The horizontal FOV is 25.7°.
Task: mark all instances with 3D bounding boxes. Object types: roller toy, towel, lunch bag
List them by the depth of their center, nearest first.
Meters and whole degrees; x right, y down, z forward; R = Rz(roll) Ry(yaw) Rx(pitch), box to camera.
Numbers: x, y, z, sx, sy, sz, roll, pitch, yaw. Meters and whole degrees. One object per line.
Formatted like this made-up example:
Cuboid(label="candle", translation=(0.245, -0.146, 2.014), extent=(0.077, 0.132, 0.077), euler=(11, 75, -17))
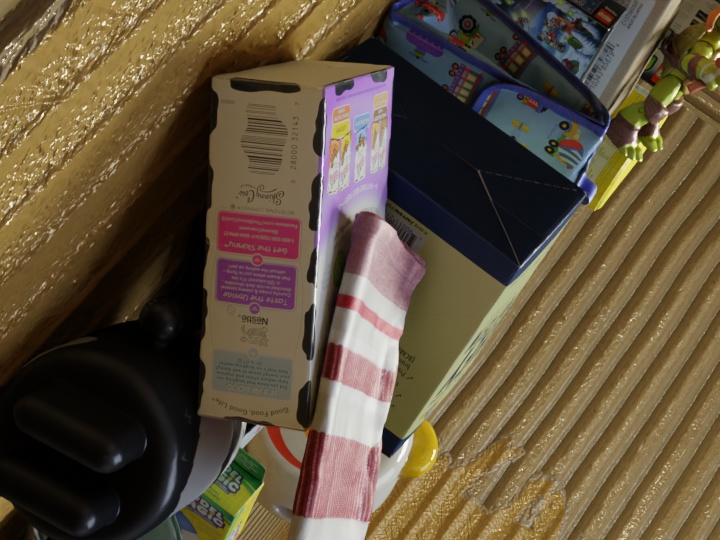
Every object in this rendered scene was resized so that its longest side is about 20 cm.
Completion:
Cuboid(label="towel", translation=(-0.001, 0.074, 0.964), extent=(0.144, 0.023, 0.201), euler=(36, 66, -74))
Cuboid(label="lunch bag", translation=(0.098, -0.113, 1.224), extent=(0.094, 0.200, 0.151), euler=(-47, 169, -43))
Cuboid(label="roller toy", translation=(-0.036, 0.176, 1.685), extent=(0.182, 0.200, 0.140), euler=(-36, 165, -22))

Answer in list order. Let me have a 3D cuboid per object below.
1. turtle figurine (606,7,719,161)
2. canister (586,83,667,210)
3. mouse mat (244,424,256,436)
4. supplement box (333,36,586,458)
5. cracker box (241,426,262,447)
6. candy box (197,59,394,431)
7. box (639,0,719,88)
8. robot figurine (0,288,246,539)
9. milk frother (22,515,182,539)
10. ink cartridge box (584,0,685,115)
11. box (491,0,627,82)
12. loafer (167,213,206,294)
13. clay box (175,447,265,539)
Cuboid(label="turtle figurine", translation=(0.272, -0.166, 1.320), extent=(0.161, 0.064, 0.200), euler=(-50, 180, 31))
Cuboid(label="canister", translation=(0.170, -0.158, 1.452), extent=(0.149, 0.200, 0.087), euler=(-46, 168, -46))
Cuboid(label="mouse mat", translation=(-0.122, 0.103, 1.174), extent=(0.160, 0.008, 0.200), euler=(-11, -164, 29))
Cuboid(label="supplement box", translation=(0.015, -0.018, 1.139), extent=(0.134, 0.200, 0.200), euler=(-41, 166, -53))
Cuboid(label="cracker box", translation=(-0.101, 0.091, 1.428), extent=(0.134, 0.058, 0.200), euler=(-44, 166, -50))
Cuboid(label="candy box", translation=(-0.036, -0.022, 0.965), extent=(0.168, 0.071, 0.201), euler=(-35, 130, -72))
Cuboid(label="box", translation=(0.234, -0.255, 1.423), extent=(0.110, 0.200, 0.035), euler=(-58, 171, 33))
Cuboid(label="robot figurine", translation=(-0.143, 0.097, 0.960), extent=(0.150, 0.125, 0.200), euler=(-26, 180, 17))
Cuboid(label="milk frother", translation=(-0.203, 0.290, 1.165), extent=(0.180, 0.200, 0.188), euler=(-37, 161, -52))
Cuboid(label="ink cartridge box", translation=(0.179, -0.234, 1.317), extent=(0.075, 0.165, 0.200), euler=(-46, 168, -33))
Cuboid(label="box", translation=(0.116, -0.175, 1.303), extent=(0.040, 0.137, 0.200), euler=(-47, 169, -40))
Cuboid(label="loafer", translation=(-0.113, 0.024, 1.099), extent=(0.063, 0.072, 0.200), euler=(-20, 146, -41))
Cuboid(label="clay box", translation=(-0.153, 0.192, 1.344), extent=(0.048, 0.115, 0.200), euler=(-47, 169, -36))
